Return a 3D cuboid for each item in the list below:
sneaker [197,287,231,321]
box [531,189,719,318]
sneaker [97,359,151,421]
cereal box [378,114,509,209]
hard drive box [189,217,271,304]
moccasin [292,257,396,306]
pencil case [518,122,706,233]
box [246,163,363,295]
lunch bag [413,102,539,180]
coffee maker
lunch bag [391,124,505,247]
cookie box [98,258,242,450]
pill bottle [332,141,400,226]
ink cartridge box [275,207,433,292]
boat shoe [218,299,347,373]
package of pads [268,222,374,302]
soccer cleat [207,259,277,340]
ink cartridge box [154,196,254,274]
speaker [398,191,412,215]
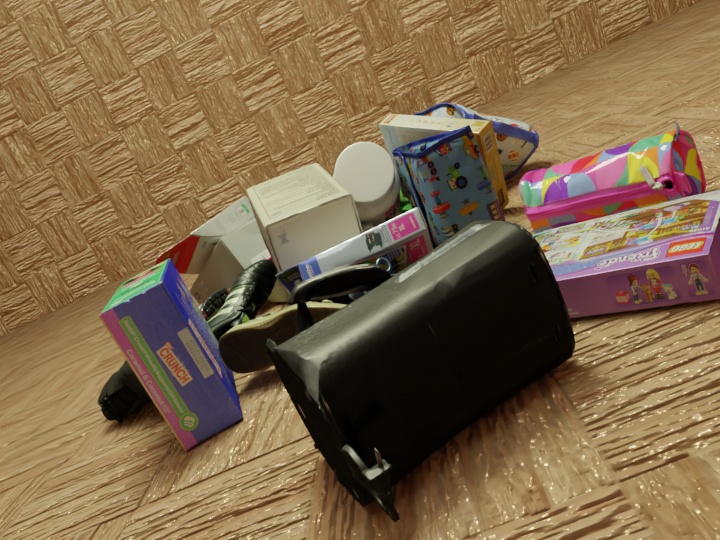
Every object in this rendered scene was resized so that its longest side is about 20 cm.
[{"bbox_3d":[-0.268,0.101,0.997,0.074,0.082,0.199,-33,-2,40],"label":"sneaker"},{"bbox_3d":[0.220,-0.009,0.561,0.197,0.040,0.136,-14,18,42],"label":"box"},{"bbox_3d":[-0.307,0.163,0.843,0.091,0.076,0.199,-47,9,-28],"label":"sneaker"},{"bbox_3d":[0.129,-0.169,0.980,0.198,0.146,0.040,19,53,42],"label":"cereal box"},{"bbox_3d":[-0.211,-0.014,1.152,0.155,0.077,0.200,-38,-5,-41],"label":"hard drive box"},{"bbox_3d":[0.003,0.036,0.729,0.196,0.069,0.081,-22,14,18],"label":"moccasin"},{"bbox_3d":[0.273,-0.093,0.692,0.088,0.090,0.198,-35,15,-37],"label":"pencil case"},{"bbox_3d":[-0.081,-0.067,0.915,0.125,0.111,0.200,-21,26,-9],"label":"box"},{"bbox_3d":[0.202,-0.232,1.142,0.166,0.127,0.199,8,-4,-24],"label":"lunch bag"},{"bbox_3d":[0.054,0.066,0.452,0.198,0.137,0.192,-30,37,-16],"label":"coffee maker"},{"bbox_3d":[0.112,-0.116,0.924,0.093,0.153,0.200,-27,13,-11],"label":"lunch bag"},{"bbox_3d":[-0.215,0.086,0.728,0.074,0.174,0.200,-29,13,-10],"label":"cookie box"},{"bbox_3d":[0.011,-0.132,1.040,0.111,0.115,0.200,-25,-10,-1],"label":"pill bottle"},{"bbox_3d":[0.000,0.000,0.809,0.196,0.043,0.120,-23,-26,4],"label":"ink cartridge box"},{"bbox_3d":[-0.070,0.071,0.719,0.197,0.075,0.063,-16,13,26],"label":"boat shoe"},{"bbox_3d":[-0.066,-0.012,1.046,0.153,0.069,0.198,-35,17,-30],"label":"package of pads"},{"bbox_3d":[-0.181,0.065,0.950,0.080,0.068,0.201,7,51,44],"label":"soccer cleat"},{"bbox_3d":[-0.282,-0.031,1.120,0.200,0.050,0.161,-44,-1,-34],"label":"ink cartridge box"},{"bbox_3d":[0.108,-0.144,1.184,0.087,0.090,0.199,-29,14,-16],"label":"speaker"}]
